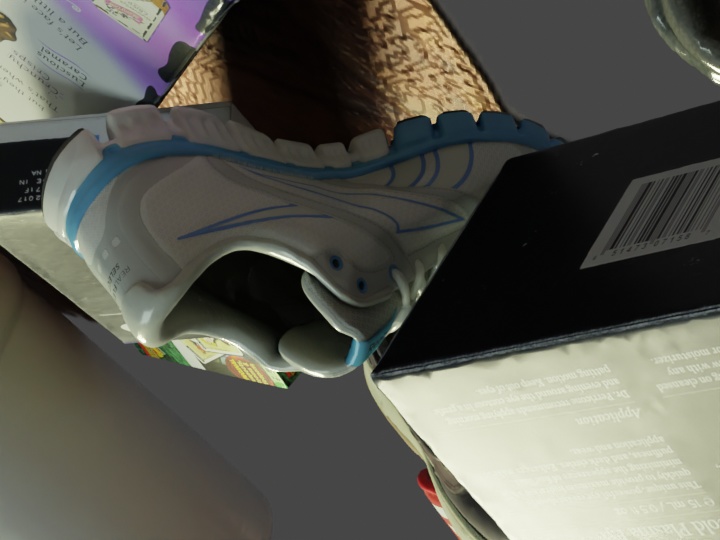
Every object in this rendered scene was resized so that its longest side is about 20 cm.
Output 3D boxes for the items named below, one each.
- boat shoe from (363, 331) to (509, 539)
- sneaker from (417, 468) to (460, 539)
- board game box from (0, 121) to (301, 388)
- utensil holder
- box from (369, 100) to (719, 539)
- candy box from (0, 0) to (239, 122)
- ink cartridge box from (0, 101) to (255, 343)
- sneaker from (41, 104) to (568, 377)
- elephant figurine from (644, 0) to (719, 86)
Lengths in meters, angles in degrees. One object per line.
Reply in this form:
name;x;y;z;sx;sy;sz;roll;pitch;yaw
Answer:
boat shoe;0.047;0.047;0.891;0.200;0.072;0.065;50;169;55
sneaker;0.083;0.125;1.074;0.116;0.078;0.200;58;171;14
board game box;-0.109;-0.024;1.078;0.104;0.024;0.200;13;148;45
utensil holder;-0.168;0.116;1.238;0.200;0.171;0.170;42;155;-21
box;0.140;0.046;0.728;0.199;0.104;0.182;-13;124;47
candy box;-0.117;-0.131;0.828;0.167;0.072;0.200;38;156;-6
ink cartridge box;-0.064;-0.009;0.911;0.099;0.040;0.200;-5;163;15
sneaker;0.000;0.000;0.788;0.087;0.199;0.075;61;143;40
elephant figurine;0.113;-0.108;0.528;0.141;0.156;0.199;11;-174;-38
